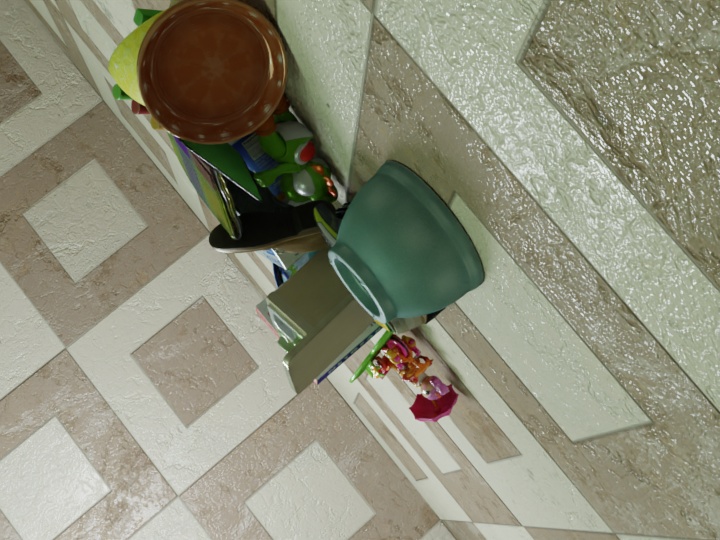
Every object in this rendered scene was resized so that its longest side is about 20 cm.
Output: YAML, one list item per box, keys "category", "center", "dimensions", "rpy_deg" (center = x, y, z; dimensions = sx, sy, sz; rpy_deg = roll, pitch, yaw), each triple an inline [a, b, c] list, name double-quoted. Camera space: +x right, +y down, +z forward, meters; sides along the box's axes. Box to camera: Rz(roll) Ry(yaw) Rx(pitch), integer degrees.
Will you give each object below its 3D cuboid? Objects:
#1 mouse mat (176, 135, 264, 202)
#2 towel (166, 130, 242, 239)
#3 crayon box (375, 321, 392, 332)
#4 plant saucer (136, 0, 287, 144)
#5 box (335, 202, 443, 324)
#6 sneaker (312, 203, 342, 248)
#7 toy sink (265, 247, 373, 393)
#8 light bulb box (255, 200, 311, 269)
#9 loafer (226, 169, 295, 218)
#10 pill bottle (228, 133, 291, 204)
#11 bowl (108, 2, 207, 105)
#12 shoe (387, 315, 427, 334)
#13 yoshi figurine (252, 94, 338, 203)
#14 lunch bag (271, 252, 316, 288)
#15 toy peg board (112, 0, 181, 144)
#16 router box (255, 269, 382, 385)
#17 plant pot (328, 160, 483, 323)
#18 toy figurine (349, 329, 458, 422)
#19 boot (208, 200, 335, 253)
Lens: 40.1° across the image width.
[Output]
- category: "mouse mat"
  center: [-0.216, -0.179, 1.441]
  dimensions: [0.160, 0.008, 0.201]
  rpy_deg: [37, -167, -31]
- category: "towel"
  center: [-0.237, -0.145, 1.479]
  dimensions: [0.200, 0.023, 0.145]
  rpy_deg: [48, 162, 40]
- category: "crayon box"
  center: [0.000, 0.000, 1.692]
  dimensions: [0.201, 0.058, 0.119]
  rpy_deg: [57, 168, -28]
- category: "plant saucer"
  center: [-0.194, -0.264, 1.297]
  dimensions: [0.201, 0.198, 0.032]
  rpy_deg: [60, -178, -38]
- category: "box"
  center: [0.037, -0.013, 1.532]
  dimensions: [0.201, 0.046, 0.159]
  rpy_deg: [54, 169, -11]
- category: "sneaker"
  center: [0.016, -0.036, 1.408]
  dimensions: [0.199, 0.081, 0.074]
  rpy_deg: [38, 173, 11]
- category: "toy sink"
  center: [-0.076, 0.073, 1.578]
  dimensions: [0.112, 0.200, 0.131]
  rpy_deg: [39, 161, 23]
- category: "light bulb box"
  center: [-0.176, -0.132, 1.814]
  dimensions: [0.201, 0.124, 0.198]
  rpy_deg: [55, 168, -23]
- category: "loafer"
  center: [-0.162, -0.098, 1.564]
  dimensions: [0.199, 0.073, 0.063]
  rpy_deg: [35, 159, -29]
- category: "pill bottle"
  center: [-0.175, -0.199, 1.635]
  dimensions: [0.201, 0.112, 0.112]
  rpy_deg: [53, 169, -11]
- category: "bowl"
  center: [-0.237, -0.278, 1.374]
  dimensions: [0.109, 0.198, 0.200]
  rpy_deg: [59, 170, 5]
- category: "shoe"
  center: [0.018, 0.024, 1.467]
  dimensions: [0.200, 0.053, 0.070]
  rpy_deg: [42, 165, 37]
- category: "yoshi figurine"
  center: [-0.113, -0.172, 1.518]
  dimensions: [0.201, 0.112, 0.112]
  rpy_deg: [55, -176, -31]
- category: "lunch bag"
  center: [-0.115, 0.022, 2.015]
  dimensions: [0.200, 0.127, 0.171]
  rpy_deg: [43, 159, 23]
- category: "toy peg board"
  center: [-0.297, -0.300, 1.557]
  dimensions: [0.199, 0.097, 0.202]
  rpy_deg: [47, 127, 28]
- category: "router box"
  center: [-0.063, 0.076, 1.819]
  dimensions: [0.180, 0.199, 0.049]
  rpy_deg: [49, 168, 11]
- category: "plant pot"
  center: [0.043, -0.018, 1.266]
  dimensions: [0.201, 0.134, 0.201]
  rpy_deg: [49, 169, 12]
- category: "toy figurine"
  center: [0.099, 0.190, 1.785]
  dimensions: [0.183, 0.151, 0.200]
  rpy_deg: [38, 153, 4]
- category: "boot"
  center: [-0.131, -0.048, 1.513]
  dimensions: [0.076, 0.197, 0.074]
  rpy_deg: [83, 176, -53]
